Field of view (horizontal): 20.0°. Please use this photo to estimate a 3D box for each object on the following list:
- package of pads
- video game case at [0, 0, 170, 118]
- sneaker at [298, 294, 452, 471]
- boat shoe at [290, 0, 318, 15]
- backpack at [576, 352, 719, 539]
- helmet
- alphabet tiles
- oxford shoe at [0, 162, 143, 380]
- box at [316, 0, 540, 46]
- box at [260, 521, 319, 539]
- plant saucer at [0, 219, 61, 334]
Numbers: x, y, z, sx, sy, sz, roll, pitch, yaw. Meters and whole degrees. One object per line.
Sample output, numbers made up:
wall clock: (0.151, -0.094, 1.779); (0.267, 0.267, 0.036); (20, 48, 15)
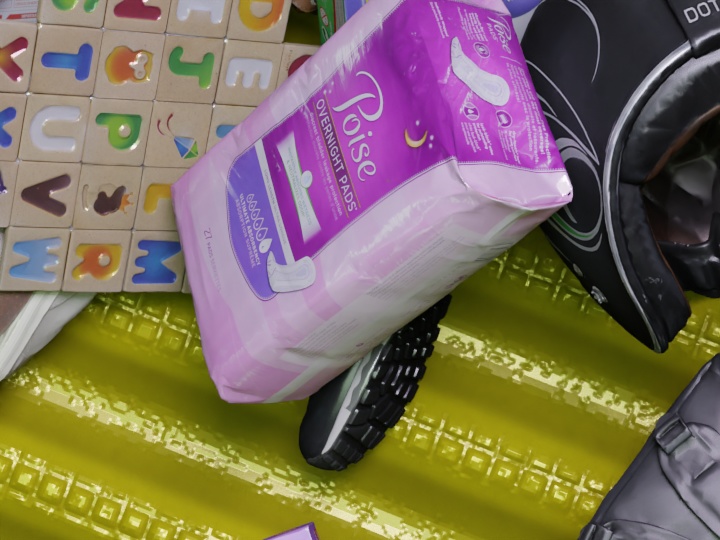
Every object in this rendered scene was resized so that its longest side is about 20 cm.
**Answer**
package of pads: (-0.003, -0.033, 0.940); (0.200, 0.075, 0.121); (-38, 59, 38)
video game case: (-0.152, -0.178, 1.049); (0.142, 0.018, 0.202); (1, 85, 30)
sneaker: (0.000, 0.000, 1.040); (0.087, 0.076, 0.201); (21, 83, 19)
boat shoe: (-0.024, -0.163, 1.048); (0.198, 0.072, 0.069); (-1, 85, 15)
backpack: (0.213, 0.166, 0.980); (0.199, 0.154, 0.164); (31, 82, 26)
helmet: (0.161, -0.068, 0.960); (0.198, 0.191, 0.202); (-3, 112, -7)
alphabet tiles: (-0.104, -0.067, 0.999); (0.199, 0.006, 0.168); (1, 110, -33)
oxford shoe: (-0.173, 0.016, 1.045); (0.200, 0.058, 0.075); (-49, 54, 4)
box: (0.077, -0.155, 1.001); (0.199, 0.118, 0.048); (-21, 48, -13)
box: (-0.094, 0.225, 1.032); (0.198, 0.039, 0.138); (-19, 85, 1)
plant saucer: (-0.242, -0.040, 1.033); (0.198, 0.032, 0.202); (-5, 75, 19)
